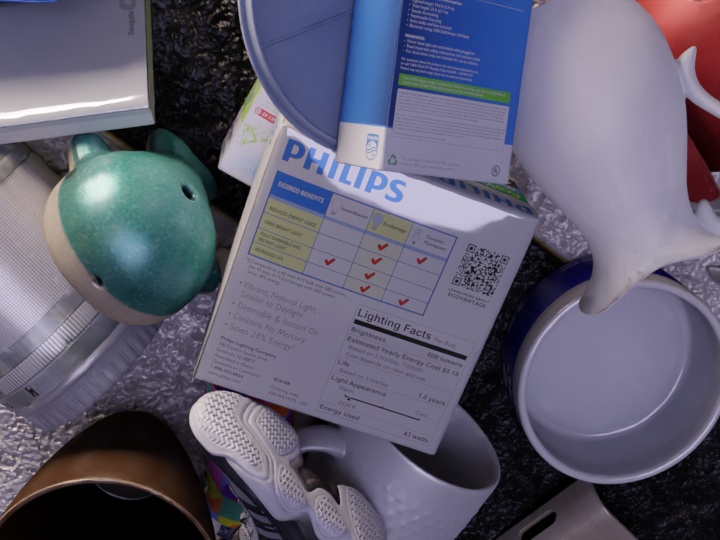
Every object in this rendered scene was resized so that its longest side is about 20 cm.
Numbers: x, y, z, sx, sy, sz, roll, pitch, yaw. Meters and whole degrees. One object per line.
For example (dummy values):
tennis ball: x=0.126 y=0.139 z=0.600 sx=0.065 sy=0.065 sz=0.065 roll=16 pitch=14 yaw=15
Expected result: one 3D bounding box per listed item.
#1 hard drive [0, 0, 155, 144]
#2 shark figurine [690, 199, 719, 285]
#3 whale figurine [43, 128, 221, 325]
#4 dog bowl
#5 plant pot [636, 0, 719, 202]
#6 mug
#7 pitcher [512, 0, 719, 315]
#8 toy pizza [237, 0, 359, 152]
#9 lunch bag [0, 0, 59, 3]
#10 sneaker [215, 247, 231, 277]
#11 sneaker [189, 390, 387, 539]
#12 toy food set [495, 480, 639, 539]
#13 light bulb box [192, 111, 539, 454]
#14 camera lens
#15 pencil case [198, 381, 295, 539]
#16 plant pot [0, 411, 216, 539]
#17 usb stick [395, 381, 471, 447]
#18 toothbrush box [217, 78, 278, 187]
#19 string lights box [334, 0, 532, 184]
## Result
hard drive: x=-0.260 y=-0.155 z=0.761 sx=0.197 sy=0.133 sz=0.027 roll=-8 pitch=148 yaw=-3
shark figurine: x=0.360 y=-0.014 z=0.895 sx=0.214 sy=0.090 sz=0.128 roll=40 pitch=100 yaw=-19
whale figurine: x=-0.153 y=-0.051 z=0.762 sx=0.103 sy=0.201 sz=0.159 roll=-32 pitch=109 yaw=28
dog bowl: x=0.233 y=0.090 z=0.920 sx=0.197 sy=0.079 sz=0.203 roll=-2 pitch=110 yaw=-6
plant pot: x=0.280 y=-0.171 z=0.777 sx=0.182 sy=0.201 sz=0.201 roll=-34 pitch=110 yaw=15
mug: x=-0.006 y=0.191 z=0.852 sx=0.198 sy=0.148 sz=0.176 roll=20 pitch=115 yaw=-34
pitcher: x=0.189 y=-0.094 z=0.665 sx=0.170 sy=0.121 sz=0.202 roll=-22 pitch=93 yaw=18
toy pizza: x=0.007 y=-0.175 z=0.642 sx=0.198 sy=0.032 sz=0.203 roll=-8 pitch=104 yaw=-32
lunch bag: x=-0.287 y=-0.265 z=0.711 sx=0.197 sy=0.133 sz=0.138 roll=-2 pitch=110 yaw=-6
sneaker: x=-0.035 y=0.006 z=0.877 sx=0.198 sy=0.070 sz=0.094 roll=25 pitch=87 yaw=-12
sneaker: x=-0.077 y=0.181 z=0.741 sx=0.113 sy=0.076 sz=0.200 roll=-35 pitch=115 yaw=20
toy food set: x=0.241 y=0.312 z=1.018 sx=0.143 sy=0.061 sz=0.200 roll=-41 pitch=107 yaw=21
light bulb box: x=0.000 y=0.000 z=0.750 sx=0.196 sy=0.125 sz=0.202 roll=19 pitch=109 yaw=-10
camera lens: x=-0.273 y=0.007 z=0.793 sx=0.160 sy=0.160 sz=0.200 roll=-39 pitch=109 yaw=8
pencil case: x=-0.101 y=0.147 z=0.869 sx=0.087 sy=0.089 sz=0.202 roll=5 pitch=132 yaw=-8
plant pot: x=-0.208 y=0.208 z=0.848 sx=0.184 sy=0.200 sz=0.189 roll=-2 pitch=110 yaw=-6
usb stick: x=0.025 y=0.166 z=0.950 sx=0.055 sy=0.033 sz=0.200 roll=40 pitch=101 yaw=-10
toothbrush box: x=-0.007 y=-0.143 z=0.810 sx=0.145 sy=0.086 sz=0.201 roll=29 pitch=105 yaw=-14
string lights box: x=0.052 y=-0.161 z=0.619 sx=0.102 sy=0.059 sz=0.203 roll=3 pitch=98 yaw=-33
